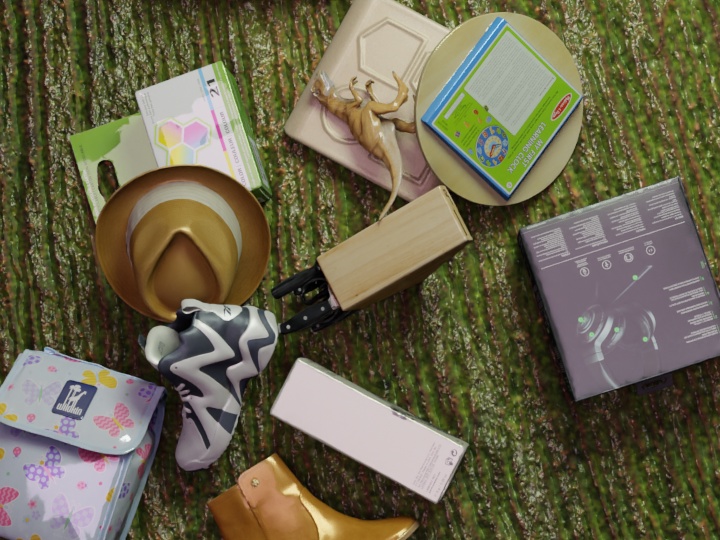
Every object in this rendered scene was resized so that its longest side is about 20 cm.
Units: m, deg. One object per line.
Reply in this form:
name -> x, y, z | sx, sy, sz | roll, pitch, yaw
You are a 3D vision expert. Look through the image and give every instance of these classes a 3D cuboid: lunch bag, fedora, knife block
lunch bag -> -0.312, 0.194, 1.432 | 0.169, 0.127, 0.201 | 18, 80, 6
fedora -> -0.184, -0.011, 1.409 | 0.200, 0.082, 0.201 | -3, 124, -5
knife block -> 0.000, 0.000, 1.391 | 0.175, 0.200, 0.064 | -24, 82, -26

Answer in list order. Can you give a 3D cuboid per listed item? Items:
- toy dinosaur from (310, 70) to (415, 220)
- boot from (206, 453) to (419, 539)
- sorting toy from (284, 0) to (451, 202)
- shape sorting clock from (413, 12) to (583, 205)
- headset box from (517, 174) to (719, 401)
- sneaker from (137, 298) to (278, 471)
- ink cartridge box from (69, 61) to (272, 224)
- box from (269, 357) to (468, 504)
toy dinosaur -> 0.022, -0.143, 1.423 | 0.106, 0.060, 0.200 | -41, 57, 8
boot -> -0.054, 0.255, 1.420 | 0.201, 0.071, 0.144 | -27, 85, 9
sorting toy -> 0.042, -0.185, 1.473 | 0.200, 0.036, 0.186 | 29, 88, 13
shape sorting clock -> 0.145, -0.168, 1.416 | 0.199, 0.039, 0.201 | -2, 97, -20
headset box -> 0.273, 0.028, 1.393 | 0.174, 0.093, 0.201 | -19, 83, 4
sneaker -> -0.182, 0.112, 1.405 | 0.129, 0.080, 0.199 | 20, 118, -22
ink cartridge box -> -0.214, -0.119, 1.472 | 0.199, 0.076, 0.148 | -19, 83, 3
box -> 0.011, 0.166, 1.418 | 0.199, 0.082, 0.069 | 28, 89, 7
